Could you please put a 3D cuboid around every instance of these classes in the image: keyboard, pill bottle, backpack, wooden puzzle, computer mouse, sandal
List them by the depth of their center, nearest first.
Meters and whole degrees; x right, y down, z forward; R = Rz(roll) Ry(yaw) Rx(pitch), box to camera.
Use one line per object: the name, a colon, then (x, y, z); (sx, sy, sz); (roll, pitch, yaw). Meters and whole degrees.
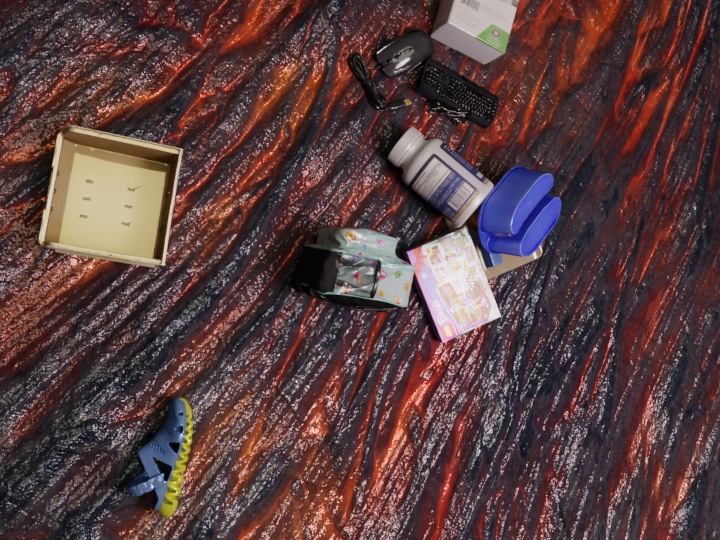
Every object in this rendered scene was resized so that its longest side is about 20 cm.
sandal: (-0.337, 0.313, 1.244); (0.087, 0.079, 0.201); (15, 79, -18)
backpack: (0.000, 0.000, 1.352); (0.199, 0.176, 0.154); (20, 83, -24)
pill bottle: (0.154, -0.190, 1.450); (0.200, 0.111, 0.111); (40, 72, 2)
computer mouse: (0.087, -0.407, 1.485); (0.200, 0.046, 0.141); (-27, 95, -22)
keyboard: (0.209, -0.356, 1.522); (0.199, 0.040, 0.104); (20, 86, -27)
wooden puzzle: (0.286, -0.085, 1.546); (0.199, 0.046, 0.186); (-20, 94, -22)

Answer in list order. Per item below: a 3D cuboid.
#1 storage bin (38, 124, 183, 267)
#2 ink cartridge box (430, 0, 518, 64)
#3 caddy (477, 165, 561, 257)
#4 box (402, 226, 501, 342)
storage bin: (-0.419, -0.120, 1.229); (0.198, 0.094, 0.201); (10, 83, -22)
ink cartridge box: (0.250, -0.563, 1.543); (0.146, 0.084, 0.201); (21, 78, -20)
caddy: (0.315, -0.120, 1.485); (0.200, 0.105, 0.142); (-49, 130, -23)
box: (0.185, 0.028, 1.486); (0.136, 0.039, 0.201); (-23, 95, -10)
